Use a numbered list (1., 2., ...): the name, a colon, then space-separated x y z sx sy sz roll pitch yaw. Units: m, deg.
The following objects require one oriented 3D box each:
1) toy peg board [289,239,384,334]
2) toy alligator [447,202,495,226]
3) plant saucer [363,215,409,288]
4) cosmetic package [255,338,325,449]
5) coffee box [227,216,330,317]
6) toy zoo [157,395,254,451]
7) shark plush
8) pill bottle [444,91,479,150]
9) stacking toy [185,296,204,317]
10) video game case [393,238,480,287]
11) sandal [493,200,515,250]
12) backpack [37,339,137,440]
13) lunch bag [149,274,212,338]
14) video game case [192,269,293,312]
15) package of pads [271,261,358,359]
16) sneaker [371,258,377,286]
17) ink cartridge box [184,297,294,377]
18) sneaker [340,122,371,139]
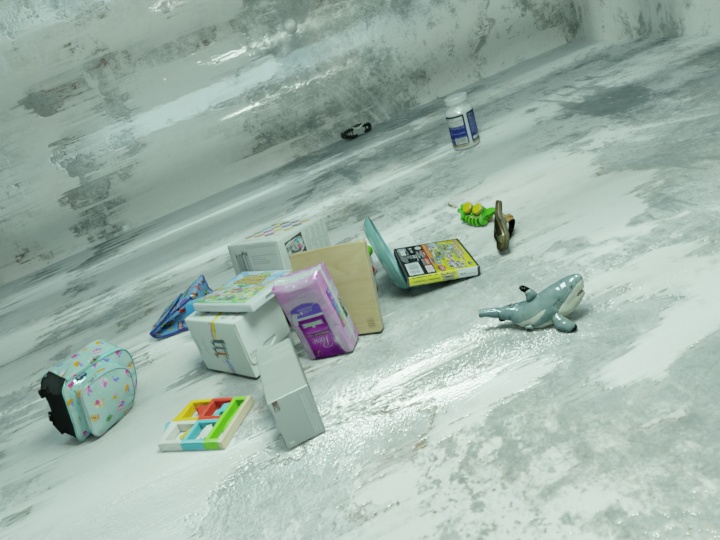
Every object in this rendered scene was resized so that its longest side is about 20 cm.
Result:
1. toy peg board: -0.040 0.038 1.301 0.194 0.206 0.097 -9 9 26
2. toy alligator: 0.307 -0.156 1.579 0.198 0.058 0.056 17 84 56
3. plant saucer: 0.058 -0.038 1.359 0.027 0.203 0.201 -31 22 6
4. cosmetic package: -0.137 0.228 1.069 0.088 0.110 0.200 -24 25 -11
5. coffee box: -0.199 -0.011 1.490 0.195 0.206 0.196 -2 21 38
6. toy zoo: -0.329 0.315 1.157 0.194 0.021 0.132 -10 26 25
7. shark plush: 0.322 0.058 1.058 0.195 0.085 0.091 -6 27 32
8. pill bottle: 0.405 -0.600 2.250 0.112 0.205 0.116 -16 23 7
9. stacking toy: -0.384 0.107 1.581 0.107 0.120 0.199 -15 10 27
10. video game case: 0.183 -0.023 1.386 0.174 0.026 0.201 -10 23 -3
11. sandal: 0.364 -0.112 1.403 0.053 0.084 0.201 1 25 7
12. backpack: -0.617 0.271 1.316 0.148 0.181 0.201 7 31 18
13. lunch bag: -0.543 0.128 1.692 0.196 0.095 0.152 -31 22 11
14. video game case: -0.264 0.045 1.309 0.195 0.023 0.181 -3 23 34
15. package of pads: -0.095 0.090 1.208 0.117 0.204 0.076 -14 28 23
16. sneaker: 0.000 0.000 1.463 0.072 0.089 0.201 -16 25 6
17. ink cartridge box: -0.284 0.143 1.329 0.195 0.149 0.145 0 29 39
18. sneaker: -0.034 -0.812 3.272 0.195 0.068 0.090 -24 20 -16
